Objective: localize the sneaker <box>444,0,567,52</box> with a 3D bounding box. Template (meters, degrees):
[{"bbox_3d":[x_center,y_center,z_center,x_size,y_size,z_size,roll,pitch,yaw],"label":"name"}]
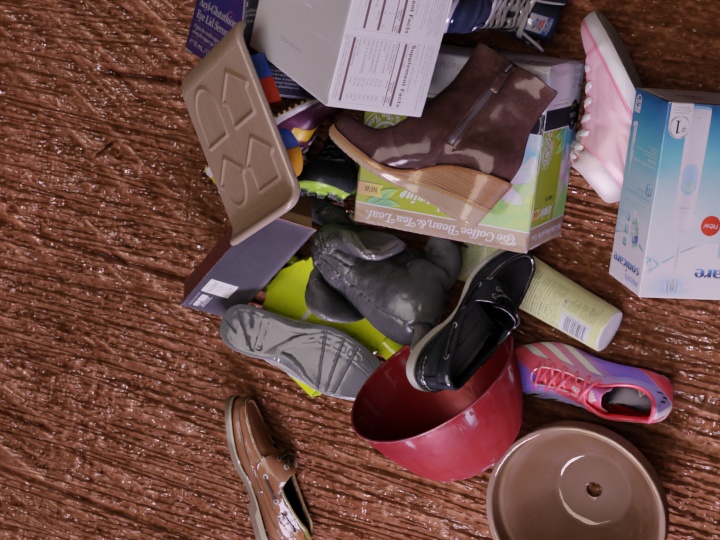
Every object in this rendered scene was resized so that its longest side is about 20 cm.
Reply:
[{"bbox_3d":[0.145,-0.265,1.630,0.108,0.200,0.070,29,114,8],"label":"sneaker"}]

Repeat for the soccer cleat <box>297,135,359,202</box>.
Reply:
[{"bbox_3d":[-0.027,-0.119,1.737,0.067,0.200,0.081,10,97,10],"label":"soccer cleat"}]

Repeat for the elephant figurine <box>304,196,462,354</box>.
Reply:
[{"bbox_3d":[0.000,0.000,1.756,0.200,0.155,0.142,25,81,-1],"label":"elephant figurine"}]

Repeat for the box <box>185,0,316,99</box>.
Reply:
[{"bbox_3d":[-0.094,-0.306,1.745,0.148,0.104,0.200,36,117,47],"label":"box"}]

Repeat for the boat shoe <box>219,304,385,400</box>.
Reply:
[{"bbox_3d":[-0.063,0.093,1.837,0.202,0.065,0.075,18,90,11],"label":"boat shoe"}]

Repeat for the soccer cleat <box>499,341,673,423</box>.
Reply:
[{"bbox_3d":[0.242,0.124,1.738,0.200,0.076,0.067,12,106,21],"label":"soccer cleat"}]

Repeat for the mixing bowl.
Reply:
[{"bbox_3d":[0.102,0.156,1.735,0.200,0.200,0.108,-21,116,26],"label":"mixing bowl"}]

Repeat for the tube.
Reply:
[{"bbox_3d":[0.193,0.017,1.755,0.200,0.052,0.058,31,68,24],"label":"tube"}]

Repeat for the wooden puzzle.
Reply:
[{"bbox_3d":[-0.118,-0.142,1.677,0.185,0.046,0.200,-27,79,63],"label":"wooden puzzle"}]

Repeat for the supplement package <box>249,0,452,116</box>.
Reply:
[{"bbox_3d":[-0.010,-0.263,1.590,0.200,0.111,0.156,43,124,53],"label":"supplement package"}]

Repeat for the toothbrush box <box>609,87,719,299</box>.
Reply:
[{"bbox_3d":[0.345,-0.076,1.608,0.146,0.085,0.201,3,106,-14],"label":"toothbrush box"}]

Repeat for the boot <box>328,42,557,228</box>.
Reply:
[{"bbox_3d":[0.082,-0.155,1.617,0.200,0.072,0.167,30,96,19],"label":"boot"}]

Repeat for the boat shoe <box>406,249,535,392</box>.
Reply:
[{"bbox_3d":[0.132,0.052,1.675,0.066,0.199,0.075,12,139,53],"label":"boat shoe"}]

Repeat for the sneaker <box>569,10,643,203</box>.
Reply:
[{"bbox_3d":[0.251,-0.163,1.670,0.104,0.075,0.201,-23,96,21],"label":"sneaker"}]

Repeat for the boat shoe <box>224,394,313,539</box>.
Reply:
[{"bbox_3d":[-0.106,0.239,1.928,0.068,0.072,0.200,-10,107,21],"label":"boat shoe"}]

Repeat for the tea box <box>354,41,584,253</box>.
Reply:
[{"bbox_3d":[0.116,-0.137,1.702,0.200,0.134,0.197,10,104,21],"label":"tea box"}]

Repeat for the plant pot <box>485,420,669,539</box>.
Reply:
[{"bbox_3d":[0.247,0.255,1.756,0.200,0.093,0.201,5,103,23],"label":"plant pot"}]

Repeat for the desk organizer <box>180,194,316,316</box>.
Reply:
[{"bbox_3d":[-0.131,-0.032,1.825,0.200,0.072,0.077,-45,38,43],"label":"desk organizer"}]

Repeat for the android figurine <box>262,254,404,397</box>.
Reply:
[{"bbox_3d":[-0.034,0.061,1.866,0.200,0.041,0.182,41,115,10],"label":"android figurine"}]

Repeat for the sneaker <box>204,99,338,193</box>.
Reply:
[{"bbox_3d":[-0.083,-0.135,1.834,0.200,0.075,0.090,-32,98,31],"label":"sneaker"}]
